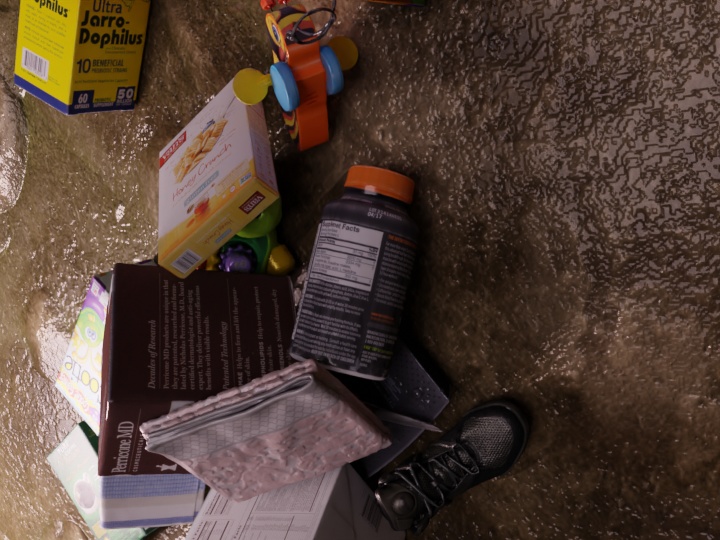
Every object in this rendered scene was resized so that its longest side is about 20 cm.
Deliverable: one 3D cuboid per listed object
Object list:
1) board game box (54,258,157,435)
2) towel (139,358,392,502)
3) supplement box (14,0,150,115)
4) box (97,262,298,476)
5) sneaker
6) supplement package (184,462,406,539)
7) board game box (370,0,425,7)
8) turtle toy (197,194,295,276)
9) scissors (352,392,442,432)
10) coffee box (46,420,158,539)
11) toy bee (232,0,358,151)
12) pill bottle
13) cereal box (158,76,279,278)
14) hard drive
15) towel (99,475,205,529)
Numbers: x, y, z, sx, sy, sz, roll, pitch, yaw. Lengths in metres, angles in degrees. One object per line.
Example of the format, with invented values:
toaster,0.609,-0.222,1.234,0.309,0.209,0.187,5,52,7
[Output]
board game box,-0.318,0.103,1.037,0.103,0.104,0.202,40,120,18
towel,-0.089,0.171,0.778,0.197,0.191,0.033,-22,52,13
supplement box,-0.332,-0.305,0.929,0.108,0.108,0.203,29,117,23
box,-0.178,0.112,0.841,0.167,0.196,0.166,117,149,-47
sneaker,0.088,0.212,0.800,0.199,0.114,0.077,-39,83,32
supplement package,-0.081,0.326,0.888,0.197,0.152,0.153,-12,127,35
board game box,-0.057,-0.355,0.678,0.197,0.199,0.204,19,112,27
turtle toy,-0.152,-0.038,0.891,0.200,0.101,0.147,-41,80,34
scissors,-0.001,0.156,0.851,0.198,0.014,0.074,25,114,25
coffee box,-0.396,0.338,1.192,0.123,0.044,0.201,-42,80,33
toy bee,-0.058,-0.219,0.769,0.110,0.129,0.201,62,144,21
pill bottle,0.000,0.000,0.777,0.105,0.106,0.204,11,85,30
cereal box,-0.158,-0.106,0.824,0.143,0.039,0.202,-38,41,19
hard drive,0.009,0.148,0.875,0.135,0.042,0.200,50,124,12
towel,-0.280,0.266,1.052,0.024,0.144,0.204,-128,43,-60
